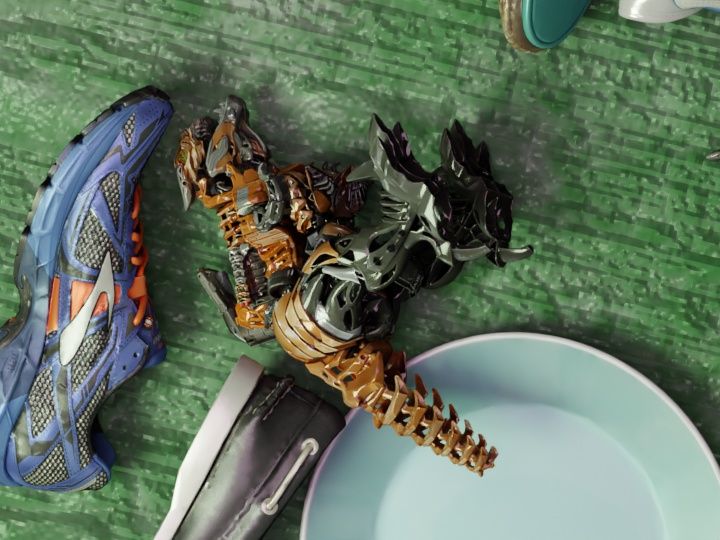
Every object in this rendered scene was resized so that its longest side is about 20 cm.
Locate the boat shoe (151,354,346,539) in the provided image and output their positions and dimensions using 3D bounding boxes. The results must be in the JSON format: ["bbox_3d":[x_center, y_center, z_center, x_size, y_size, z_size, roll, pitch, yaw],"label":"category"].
[{"bbox_3d":[-0.071,0.137,1.268,0.060,0.074,0.201,27,98,2],"label":"boat shoe"}]

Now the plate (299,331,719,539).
[{"bbox_3d":[0.072,0.128,1.271,0.199,0.026,0.201,0,91,9],"label":"plate"}]

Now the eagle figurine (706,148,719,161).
[{"bbox_3d":[0.256,-0.105,1.172,0.199,0.151,0.153,10,93,8],"label":"eagle figurine"}]

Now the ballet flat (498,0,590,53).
[{"bbox_3d":[0.091,-0.197,1.247,0.065,0.070,0.201,23,93,34],"label":"ballet flat"}]

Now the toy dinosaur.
[{"bbox_3d":[0.000,0.000,1.254,0.136,0.102,0.200,-42,95,21],"label":"toy dinosaur"}]

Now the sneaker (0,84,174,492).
[{"bbox_3d":[-0.120,0.011,1.280,0.078,0.075,0.201,20,103,-1],"label":"sneaker"}]

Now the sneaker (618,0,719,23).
[{"bbox_3d":[0.139,-0.180,1.188,0.200,0.081,0.147,32,90,-31],"label":"sneaker"}]
